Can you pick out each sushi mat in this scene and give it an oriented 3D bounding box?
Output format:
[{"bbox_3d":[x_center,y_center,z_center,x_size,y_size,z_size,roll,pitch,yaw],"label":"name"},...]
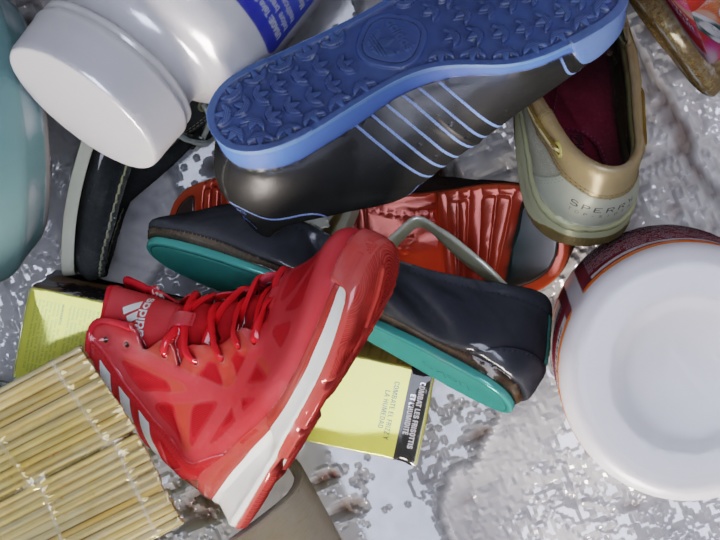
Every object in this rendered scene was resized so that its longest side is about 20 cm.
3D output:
[{"bbox_3d":[-0.188,0.118,1.263,0.200,0.012,0.096,-27,95,8],"label":"sushi mat"}]

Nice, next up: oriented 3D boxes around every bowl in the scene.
[{"bbox_3d":[-0.209,-0.064,1.293,0.105,0.201,0.201,-7,95,-18],"label":"bowl"}]

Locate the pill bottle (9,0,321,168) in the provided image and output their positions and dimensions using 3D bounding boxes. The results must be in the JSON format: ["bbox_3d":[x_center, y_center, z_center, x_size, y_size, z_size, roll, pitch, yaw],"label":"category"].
[{"bbox_3d":[-0.067,-0.148,1.243,0.112,0.112,0.200,38,72,-1],"label":"pill bottle"}]

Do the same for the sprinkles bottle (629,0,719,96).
[{"bbox_3d":[0.225,-0.167,1.311,0.200,0.068,0.068,-38,92,5],"label":"sprinkles bottle"}]

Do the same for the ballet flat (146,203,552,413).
[{"bbox_3d":[0.000,0.000,1.271,0.200,0.073,0.073,23,96,15],"label":"ballet flat"}]

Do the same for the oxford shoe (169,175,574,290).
[{"bbox_3d":[0.007,-0.015,1.334,0.200,0.073,0.071,5,98,12],"label":"oxford shoe"}]

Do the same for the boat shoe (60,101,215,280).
[{"bbox_3d":[-0.094,-0.085,1.330,0.068,0.072,0.200,22,92,0],"label":"boat shoe"}]

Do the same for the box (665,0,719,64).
[{"bbox_3d":[0.143,-0.210,1.258,0.095,0.100,0.200,-31,66,4],"label":"box"}]

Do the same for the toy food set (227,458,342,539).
[{"bbox_3d":[-0.075,0.202,1.319,0.200,0.060,0.144,-35,114,-21],"label":"toy food set"}]

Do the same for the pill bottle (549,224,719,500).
[{"bbox_3d":[0.144,0.036,1.265,0.113,0.200,0.113,0,95,2],"label":"pill bottle"}]

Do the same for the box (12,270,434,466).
[{"bbox_3d":[-0.064,0.046,1.339,0.200,0.075,0.050,13,97,0],"label":"box"}]

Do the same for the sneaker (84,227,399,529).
[{"bbox_3d":[-0.065,0.031,1.226,0.115,0.078,0.200,32,135,3],"label":"sneaker"}]

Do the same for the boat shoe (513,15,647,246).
[{"bbox_3d":[0.097,-0.113,1.285,0.074,0.066,0.200,-6,65,-17],"label":"boat shoe"}]

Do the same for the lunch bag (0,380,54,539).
[{"bbox_3d":[-0.239,0.126,1.333,0.200,0.118,0.164,13,99,7],"label":"lunch bag"}]

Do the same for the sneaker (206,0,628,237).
[{"bbox_3d":[0.027,-0.078,1.230,0.200,0.078,0.070,-21,55,-7],"label":"sneaker"}]
